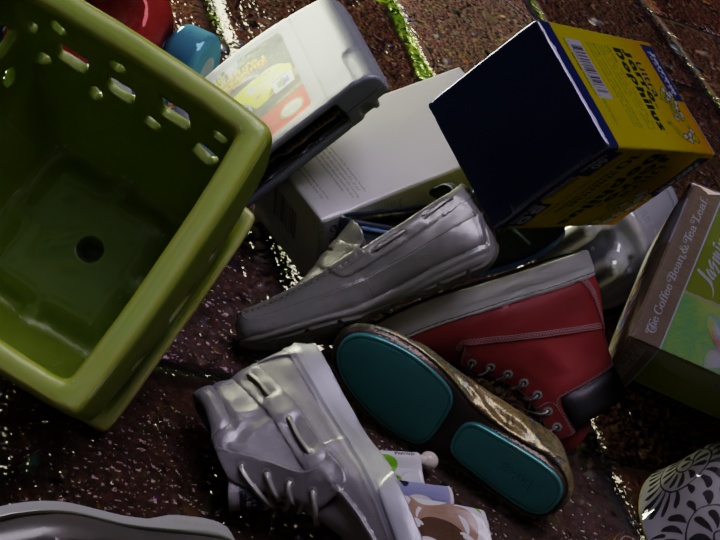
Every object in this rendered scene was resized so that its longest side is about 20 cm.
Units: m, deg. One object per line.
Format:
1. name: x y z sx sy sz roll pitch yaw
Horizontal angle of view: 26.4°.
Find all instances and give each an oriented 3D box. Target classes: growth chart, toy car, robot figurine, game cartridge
1. growth chart: 0.047 0.186 0.993 0.144 0.018 0.200 4 39 -38
2. toy car: -0.205 -0.247 1.233 0.183 0.201 0.177 25 28 11
3. robot figurine: 0.224 -0.035 1.390 0.170 0.113 0.200 58 32 -3
4. game cartridge: -0.078 -0.120 1.185 0.041 0.199 0.133 45 13 -38

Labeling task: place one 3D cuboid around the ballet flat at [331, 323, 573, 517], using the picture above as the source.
1. ballet flat: 0.067 0.102 1.096 0.199 0.071 0.071 35 30 2

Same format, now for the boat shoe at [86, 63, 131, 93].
1. boat shoe: -0.261 -0.107 1.091 0.199 0.072 0.068 -26 46 -25

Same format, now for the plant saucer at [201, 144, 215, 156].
1. plant saucer: -0.179 -0.050 1.095 0.198 0.028 0.201 3 35 -2

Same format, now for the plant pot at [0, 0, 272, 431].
1. plant pot: -0.179 -0.029 0.919 0.199 0.200 0.182 32 -14 8

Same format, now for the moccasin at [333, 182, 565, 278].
1. moccasin: 0.074 -0.033 1.169 0.199 0.069 0.080 -17 25 -27

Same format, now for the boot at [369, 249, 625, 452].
1. boot: 0.100 0.079 1.154 0.199 0.145 0.072 -15 2 -12

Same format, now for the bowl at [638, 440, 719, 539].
1. bowl: 0.317 0.188 1.146 0.199 0.095 0.201 21 31 -14

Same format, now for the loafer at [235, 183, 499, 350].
1. loafer: 0.000 0.000 1.097 0.199 0.070 0.070 -22 81 -6

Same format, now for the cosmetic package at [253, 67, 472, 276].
1. cosmetic package: 0.025 -0.077 1.238 0.199 0.085 0.108 -20 51 -24

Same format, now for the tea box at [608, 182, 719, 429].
1. tea box: 0.307 0.049 1.199 0.196 0.134 0.200 23 -10 6

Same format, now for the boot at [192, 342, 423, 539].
1. boot: -0.035 0.135 0.946 0.095 0.074 0.200 -22 47 -14

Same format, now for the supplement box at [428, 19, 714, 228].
1. supplement box: 0.162 -0.105 1.150 0.199 0.109 0.110 -4 63 -56

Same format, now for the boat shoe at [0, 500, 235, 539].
1. boat shoe: -0.140 0.167 0.804 0.201 0.072 0.060 8 30 -39

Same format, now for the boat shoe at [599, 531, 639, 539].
1. boat shoe: 0.171 0.232 0.958 0.076 0.072 0.200 42 30 -14
